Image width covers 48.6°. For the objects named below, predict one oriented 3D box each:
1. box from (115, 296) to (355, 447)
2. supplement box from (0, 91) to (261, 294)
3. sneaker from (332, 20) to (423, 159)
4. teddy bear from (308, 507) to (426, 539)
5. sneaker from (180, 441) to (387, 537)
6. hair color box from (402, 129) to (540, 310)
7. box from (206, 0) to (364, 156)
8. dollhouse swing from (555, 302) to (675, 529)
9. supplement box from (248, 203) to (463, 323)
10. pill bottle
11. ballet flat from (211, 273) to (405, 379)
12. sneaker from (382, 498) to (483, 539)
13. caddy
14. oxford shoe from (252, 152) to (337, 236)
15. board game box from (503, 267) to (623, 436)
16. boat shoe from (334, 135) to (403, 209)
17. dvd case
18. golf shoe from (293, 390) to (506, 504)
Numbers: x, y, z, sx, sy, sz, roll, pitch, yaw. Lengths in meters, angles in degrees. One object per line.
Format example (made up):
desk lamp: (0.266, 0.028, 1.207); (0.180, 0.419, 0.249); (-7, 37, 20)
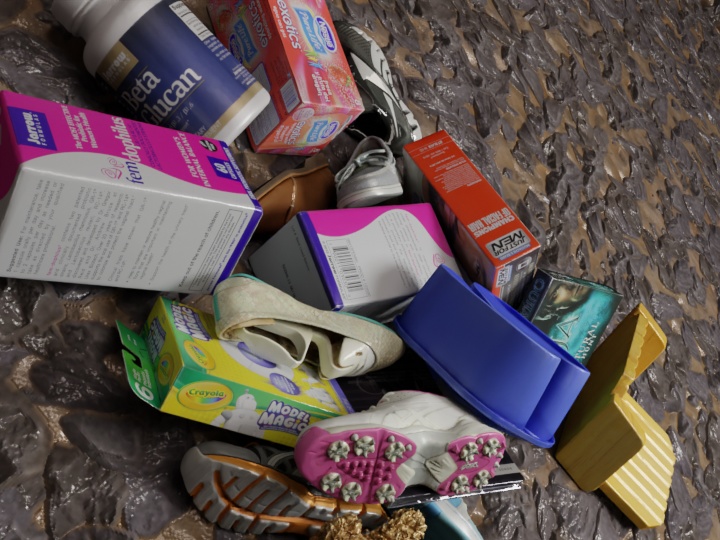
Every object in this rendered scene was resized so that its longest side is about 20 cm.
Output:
box: (-0.107, 0.087, 0.679); (0.198, 0.049, 0.117); (21, 16, -32)
supplement box: (-0.198, -0.056, 0.650); (0.198, 0.104, 0.102); (6, 39, -40)
sneaker: (0.002, -0.223, 0.997); (0.090, 0.066, 0.202); (-30, 90, -51)
teddy bear: (0.007, 0.264, 0.674); (0.198, 0.146, 0.067); (14, 17, -42)
sneaker: (-0.066, 0.180, 0.690); (0.199, 0.078, 0.078); (27, 36, -34)
hair color box: (0.120, -0.052, 0.919); (0.063, 0.112, 0.201); (-24, 56, -15)
box: (-0.087, -0.241, 0.899); (0.094, 0.102, 0.202); (-3, 67, -44)
dollhouse swing: (0.369, 0.195, 1.025); (0.175, 0.183, 0.200); (34, 42, 5)
supplement box: (0.000, 0.000, 0.832); (0.199, 0.103, 0.102); (-8, 70, -44)
pill bottle: (-0.192, -0.199, 0.765); (0.200, 0.111, 0.111); (45, 43, -12)
ballet flat: (-0.044, 0.066, 0.707); (0.198, 0.067, 0.063); (22, 43, -27)
sneaker: (0.083, 0.205, 0.803); (0.201, 0.079, 0.131); (52, 43, -7)
caddy: (0.117, 0.086, 0.763); (0.141, 0.106, 0.200); (24, 13, -46)
oxford shoe: (-0.078, -0.061, 0.822); (0.072, 0.071, 0.200); (58, 40, -4)
board game box: (0.210, 0.101, 0.918); (0.134, 0.202, 0.028); (11, 19, -38)
boat shoe: (0.007, -0.108, 0.880); (0.202, 0.074, 0.065); (-57, 127, -72)
dvd case: (0.048, 0.135, 0.764); (0.147, 0.016, 0.201); (2, 36, -30)
golf shoe: (0.025, 0.141, 0.667); (0.198, 0.076, 0.092); (10, 24, -33)
